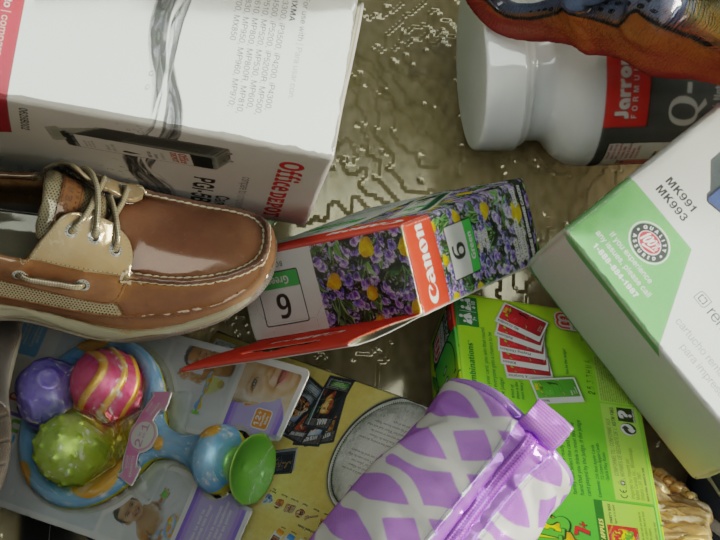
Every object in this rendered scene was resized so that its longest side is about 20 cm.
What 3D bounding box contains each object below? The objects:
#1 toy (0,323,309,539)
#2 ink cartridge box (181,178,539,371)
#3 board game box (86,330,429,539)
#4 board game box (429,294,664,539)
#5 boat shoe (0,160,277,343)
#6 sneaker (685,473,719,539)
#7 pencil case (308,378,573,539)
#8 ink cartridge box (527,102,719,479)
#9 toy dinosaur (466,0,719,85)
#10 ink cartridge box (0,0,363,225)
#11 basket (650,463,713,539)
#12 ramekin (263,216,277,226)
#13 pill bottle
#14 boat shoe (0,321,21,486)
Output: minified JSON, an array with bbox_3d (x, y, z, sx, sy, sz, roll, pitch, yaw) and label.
[{"bbox_3d":[-0.133,0.077,0.980,0.199,0.047,0.116,13,72,31],"label":"toy"},{"bbox_3d":[0.000,0.000,0.979,0.108,0.200,0.051,-10,96,34],"label":"ink cartridge box"},{"bbox_3d":[-0.045,0.114,0.970,0.035,0.199,0.136,45,72,-36],"label":"board game box"},{"bbox_3d":[0.094,0.104,0.964,0.101,0.048,0.201,8,43,-10],"label":"board game box"},{"bbox_3d":[-0.140,-0.013,0.925,0.198,0.072,0.076,-1,52,-4],"label":"boat shoe"},{"bbox_3d":[0.210,0.070,1.074,0.069,0.109,0.201,-3,47,-5],"label":"sneaker"},{"bbox_3d":[0.012,0.141,0.839,0.084,0.086,0.200,38,73,1],"label":"pencil case"},{"bbox_3d":[0.211,-0.014,0.966,0.200,0.088,0.146,-37,84,-15],"label":"ink cartridge box"},{"bbox_3d":[0.128,-0.135,0.951,0.181,0.105,0.201,-17,48,31],"label":"toy dinosaur"},{"bbox_3d":[-0.108,-0.091,0.921,0.198,0.147,0.084,10,78,-5],"label":"ink cartridge box"},{"bbox_3d":[0.077,0.176,1.029,0.198,0.150,0.143,14,42,-4],"label":"basket"},{"bbox_3d":[-0.129,-0.075,1.043,0.198,0.098,0.202,2,77,-7],"label":"ramekin"},{"bbox_3d":[0.160,-0.118,1.080,0.198,0.116,0.117,-3,77,-8],"label":"pill bottle"},{"bbox_3d":[-0.213,0.087,0.942,0.075,0.072,0.201,21,39,-10],"label":"boat shoe"}]
